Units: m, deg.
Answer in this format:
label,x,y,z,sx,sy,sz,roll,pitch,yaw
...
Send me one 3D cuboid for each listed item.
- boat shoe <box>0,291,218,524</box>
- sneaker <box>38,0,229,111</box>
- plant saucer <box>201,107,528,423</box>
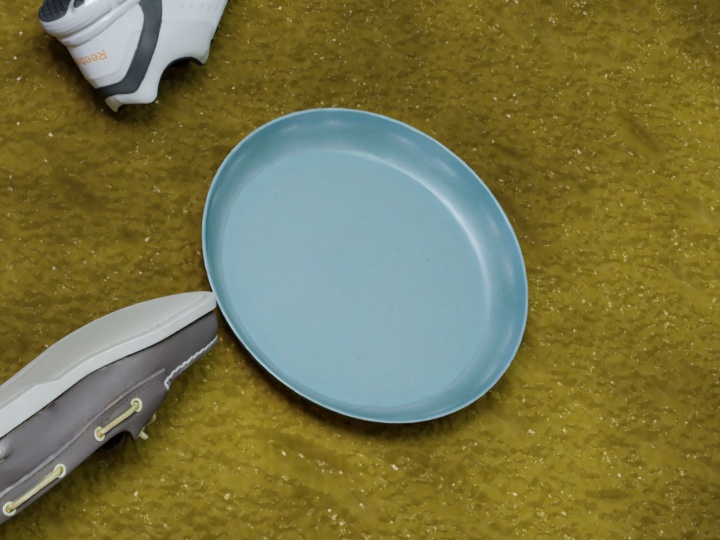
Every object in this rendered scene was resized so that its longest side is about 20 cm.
label,x,y,z,sx,sy,sz,roll,pitch,yaw
boat shoe,-0.144,0.070,1.421,0.200,0.072,0.060,-33,108,-44
sneaker,-0.107,-0.163,1.574,0.200,0.074,0.080,-46,115,-40
plant saucer,0.000,0.000,1.548,0.200,0.027,0.200,11,60,-20
